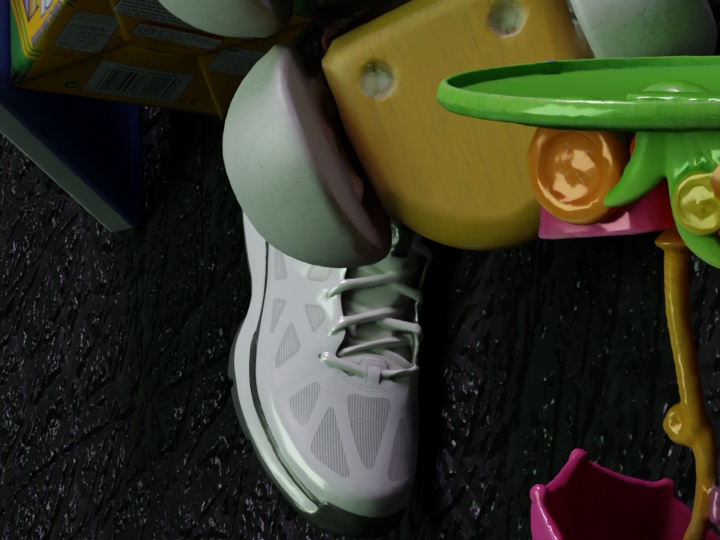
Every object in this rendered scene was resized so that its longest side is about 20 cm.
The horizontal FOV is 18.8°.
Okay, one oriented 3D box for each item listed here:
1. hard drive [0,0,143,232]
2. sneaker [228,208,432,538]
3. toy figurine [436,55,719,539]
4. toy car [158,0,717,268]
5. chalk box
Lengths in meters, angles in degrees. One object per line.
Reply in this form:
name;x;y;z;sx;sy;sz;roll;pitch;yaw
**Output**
hard drive;-0.168;-0.120;1.155;0.025;0.200;0.133;-11;65;15
sneaker;0.000;0.000;0.882;0.116;0.075;0.202;126;145;-45
toy figurine;0.118;0.037;0.625;0.199;0.150;0.186;6;103;39
toy car;0.027;-0.108;0.781;0.201;0.174;0.150;66;-164;-3
chalk box;-0.101;-0.197;1.085;0.124;0.124;0.201;-38;51;54
